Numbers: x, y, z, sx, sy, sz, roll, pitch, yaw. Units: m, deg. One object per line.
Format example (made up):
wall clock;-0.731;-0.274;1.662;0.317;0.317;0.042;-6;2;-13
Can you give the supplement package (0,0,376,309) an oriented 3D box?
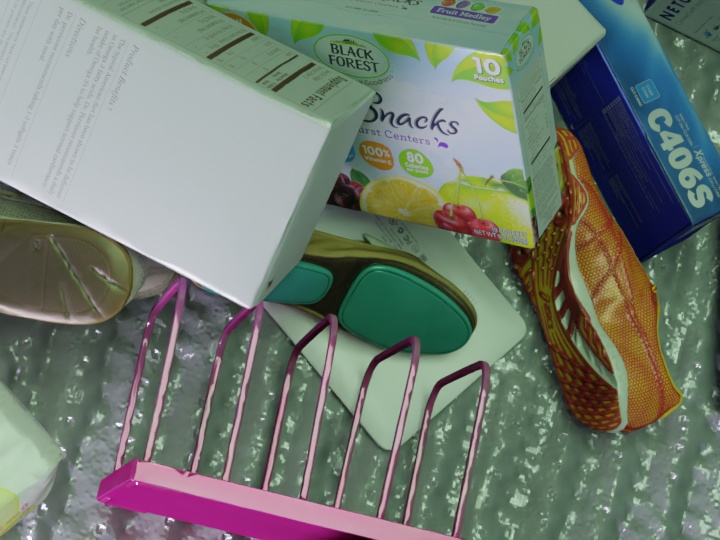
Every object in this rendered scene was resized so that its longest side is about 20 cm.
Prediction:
supplement package;-0.111;-0.085;1.372;0.199;0.117;0.118;27;108;5

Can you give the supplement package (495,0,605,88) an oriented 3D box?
supplement package;0.033;-0.170;1.542;0.121;0.120;0.200;-41;89;-20

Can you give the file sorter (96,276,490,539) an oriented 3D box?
file sorter;-0.037;0.093;1.439;0.198;0.139;0.126;15;77;-11

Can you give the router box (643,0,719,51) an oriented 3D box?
router box;0.301;-0.182;1.578;0.178;0.200;0.049;24;71;-7

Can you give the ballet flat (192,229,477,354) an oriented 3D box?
ballet flat;-0.016;-0.003;1.495;0.199;0.069;0.063;18;38;-28

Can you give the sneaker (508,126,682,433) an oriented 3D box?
sneaker;0.149;0.006;1.567;0.077;0.073;0.202;-9;82;-40

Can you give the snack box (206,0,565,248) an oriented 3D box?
snack box;0.016;-0.099;1.444;0.199;0.143;0.053;12;44;28

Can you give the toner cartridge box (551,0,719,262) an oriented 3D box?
toner cartridge box;0.167;-0.112;1.578;0.043;0.095;0.201;-25;84;-21

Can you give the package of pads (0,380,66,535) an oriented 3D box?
package of pads;-0.286;0.124;1.405;0.200;0.068;0.155;-43;89;-20

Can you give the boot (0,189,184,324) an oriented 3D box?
boot;-0.208;-0.017;1.429;0.198;0.155;0.073;12;98;11

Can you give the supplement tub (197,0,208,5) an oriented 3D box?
supplement tub;-0.173;-0.198;1.488;0.198;0.132;0.133;-11;79;-18

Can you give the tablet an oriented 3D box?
tablet;0.000;0.000;1.546;0.130;0.014;0.200;-39;88;-20
